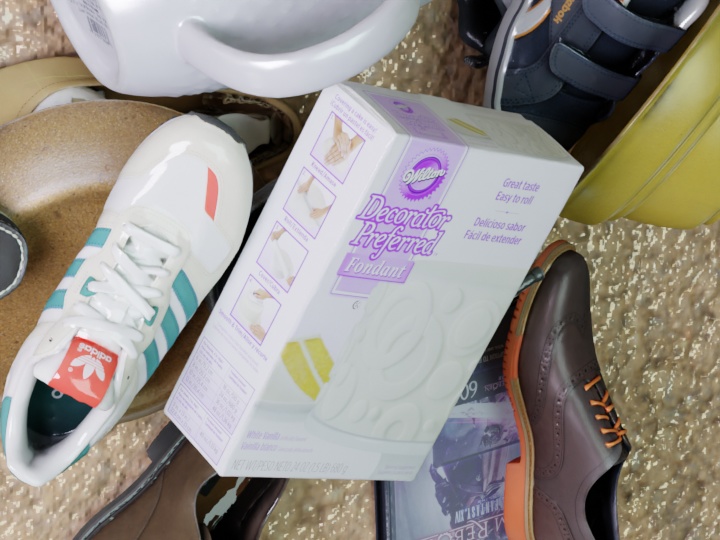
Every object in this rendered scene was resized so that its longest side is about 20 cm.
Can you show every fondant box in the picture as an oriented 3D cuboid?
[{"bbox_3d":[0.007,0.010,1.180,0.144,0.058,0.201,6,118,-45],"label":"fondant box"}]

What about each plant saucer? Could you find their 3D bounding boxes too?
[{"bbox_3d":[-0.134,0.009,1.189,0.199,0.035,0.201,-9,125,-13],"label":"plant saucer"}]

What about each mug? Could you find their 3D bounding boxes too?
[{"bbox_3d":[-0.051,-0.152,1.141,0.175,0.200,0.148,-28,136,-17],"label":"mug"}]

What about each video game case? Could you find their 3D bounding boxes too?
[{"bbox_3d":[0.071,0.116,1.419,0.142,0.019,0.201,-14,111,-30],"label":"video game case"}]

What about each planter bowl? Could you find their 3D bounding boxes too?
[{"bbox_3d":[0.192,-0.085,1.317,0.083,0.200,0.201,37,82,-3],"label":"planter bowl"}]

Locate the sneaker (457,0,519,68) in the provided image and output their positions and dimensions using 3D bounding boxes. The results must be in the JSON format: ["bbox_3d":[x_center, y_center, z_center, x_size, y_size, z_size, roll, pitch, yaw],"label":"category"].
[{"bbox_3d":[0.085,-0.207,1.289,0.139,0.078,0.201,-16,113,-30],"label":"sneaker"}]

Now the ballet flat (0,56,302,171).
[{"bbox_3d":[-0.119,-0.075,1.202,0.199,0.063,0.069,-7,108,-32],"label":"ballet flat"}]

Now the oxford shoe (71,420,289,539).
[{"bbox_3d":[-0.108,0.161,1.273,0.073,0.084,0.201,36,85,-38],"label":"oxford shoe"}]

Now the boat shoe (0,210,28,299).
[{"bbox_3d":[-0.232,-0.003,1.057,0.200,0.066,0.072,5,101,-40],"label":"boat shoe"}]

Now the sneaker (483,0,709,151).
[{"bbox_3d":[0.133,-0.140,1.265,0.078,0.079,0.201,8,111,-39],"label":"sneaker"}]

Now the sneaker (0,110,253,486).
[{"bbox_3d":[-0.113,0.021,1.115,0.070,0.094,0.200,30,112,-12],"label":"sneaker"}]

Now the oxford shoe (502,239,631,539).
[{"bbox_3d":[0.130,0.079,1.382,0.071,0.072,0.201,-30,126,-47],"label":"oxford shoe"}]

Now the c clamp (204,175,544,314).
[{"bbox_3d":[0.000,0.000,1.233,0.171,0.027,0.200,-41,141,-6],"label":"c clamp"}]
